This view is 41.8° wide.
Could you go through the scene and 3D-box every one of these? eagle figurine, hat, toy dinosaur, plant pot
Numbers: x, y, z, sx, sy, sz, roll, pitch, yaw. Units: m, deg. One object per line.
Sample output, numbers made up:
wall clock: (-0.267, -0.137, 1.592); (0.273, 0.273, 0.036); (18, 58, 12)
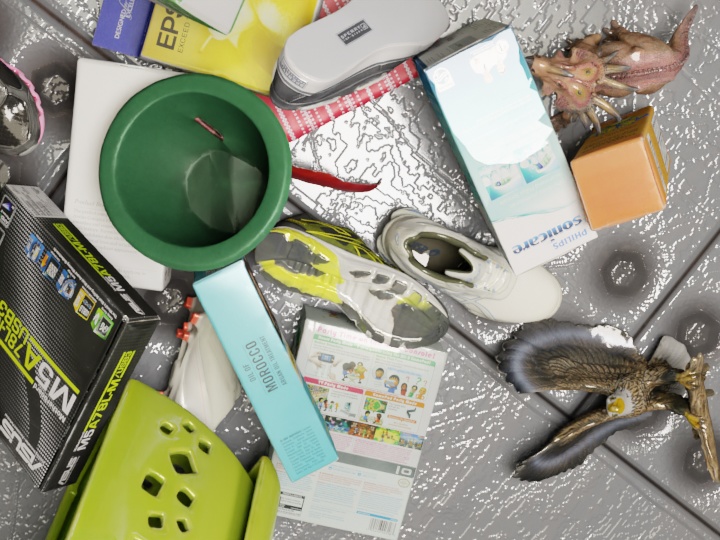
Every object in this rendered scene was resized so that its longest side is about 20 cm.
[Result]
eagle figurine: (0.247, 0.128, 0.949); (0.198, 0.151, 0.153); (-8, 57, 26)
hat: (-0.116, -0.071, 0.873); (0.199, 0.176, 0.167); (28, 90, 12)
toy dinosaur: (0.241, -0.185, 0.872); (0.198, 0.136, 0.087); (-20, 101, -2)
plant pot: (-0.188, 0.257, 0.859); (0.180, 0.200, 0.200); (27, 127, -15)

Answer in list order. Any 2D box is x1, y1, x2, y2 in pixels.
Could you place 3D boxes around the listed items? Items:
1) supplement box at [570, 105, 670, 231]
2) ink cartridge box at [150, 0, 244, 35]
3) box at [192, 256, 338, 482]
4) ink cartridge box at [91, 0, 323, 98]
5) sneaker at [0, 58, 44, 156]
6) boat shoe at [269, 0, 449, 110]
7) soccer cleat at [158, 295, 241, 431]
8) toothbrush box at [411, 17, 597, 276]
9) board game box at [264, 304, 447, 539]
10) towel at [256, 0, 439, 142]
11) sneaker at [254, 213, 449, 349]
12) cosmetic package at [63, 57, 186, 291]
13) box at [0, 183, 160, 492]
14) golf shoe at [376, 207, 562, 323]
supplement box: (0.239, -0.097, 0.853); (0.066, 0.200, 0.069); (-18, 98, 23)
ink cartridge box: (-0.174, -0.308, 0.794); (0.199, 0.084, 0.146); (29, 97, 25)
box: (-0.086, 0.082, 0.852); (0.049, 0.082, 0.202); (-25, 103, -4)
ink cartridge box: (-0.128, -0.274, 0.855); (0.198, 0.047, 0.200); (16, 92, -4)
sneaker: (-0.361, -0.189, 0.842); (0.079, 0.095, 0.201); (-33, 102, 0)
boat shoe: (-0.001, -0.197, 0.849); (0.200, 0.068, 0.072); (-37, 85, -35)
soccer cleat: (-0.146, 0.088, 0.927); (0.077, 0.069, 0.202); (16, 101, -21)
toothbrush box: (0.127, -0.117, 0.859); (0.085, 0.147, 0.201); (-26, 107, 6)
board game box: (-0.011, 0.152, 0.947); (0.146, 0.064, 0.202); (14, 100, -8)
towel: (-0.032, -0.221, 0.901); (0.198, 0.022, 0.146); (-27, 102, 0)
sneaker: (0.000, 0.000, 0.902); (0.199, 0.085, 0.075); (29, 122, -4)
cosmetic package: (-0.219, -0.089, 0.883); (0.100, 0.074, 0.202); (8, 97, -6)
box: (-0.288, 0.057, 0.843); (0.200, 0.047, 0.194); (42, 111, 25)
golf shoe: (0.112, 0.006, 0.915); (0.198, 0.097, 0.079); (20, 97, -9)
